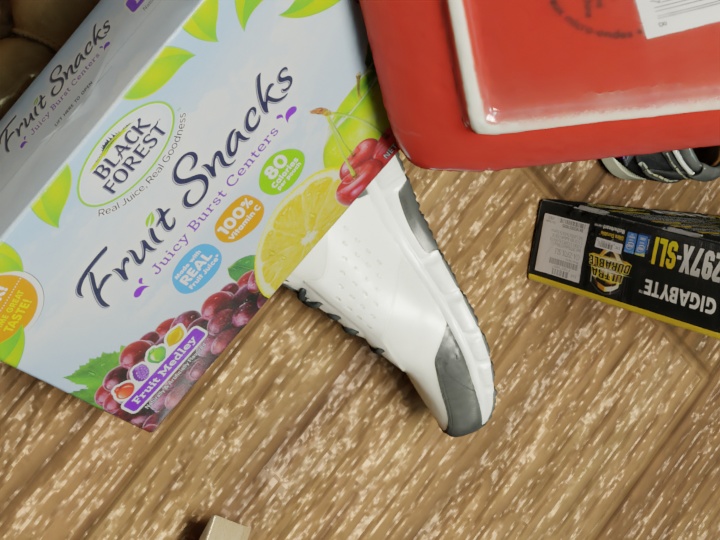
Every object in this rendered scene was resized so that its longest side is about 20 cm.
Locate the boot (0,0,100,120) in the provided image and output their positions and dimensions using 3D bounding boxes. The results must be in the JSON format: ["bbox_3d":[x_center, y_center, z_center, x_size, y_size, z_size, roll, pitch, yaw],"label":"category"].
[{"bbox_3d":[-0.168,-0.074,0.708,0.200,0.066,0.176,-39,115,-17],"label":"boot"}]

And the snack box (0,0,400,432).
[{"bbox_3d":[-0.075,-0.041,0.703,0.200,0.053,0.142,-49,139,6],"label":"snack box"}]

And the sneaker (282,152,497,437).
[{"bbox_3d":[0.000,0.000,0.823,0.080,0.074,0.201,-31,108,-6],"label":"sneaker"}]

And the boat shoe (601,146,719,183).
[{"bbox_3d":[0.167,-0.146,0.887,0.071,0.067,0.202,-3,98,-29],"label":"boat shoe"}]

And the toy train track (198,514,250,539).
[{"bbox_3d":[-0.058,0.188,0.837,0.199,0.032,0.116,28,77,-36],"label":"toy train track"}]

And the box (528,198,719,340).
[{"bbox_3d":[0.213,0.002,0.884,0.198,0.159,0.050,4,96,-31],"label":"box"}]

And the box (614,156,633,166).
[{"bbox_3d":[0.144,-0.165,0.795,0.106,0.122,0.200,40,93,12],"label":"box"}]

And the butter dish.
[{"bbox_3d":[0.098,-0.155,0.672,0.197,0.149,0.201,-5,133,12],"label":"butter dish"}]
